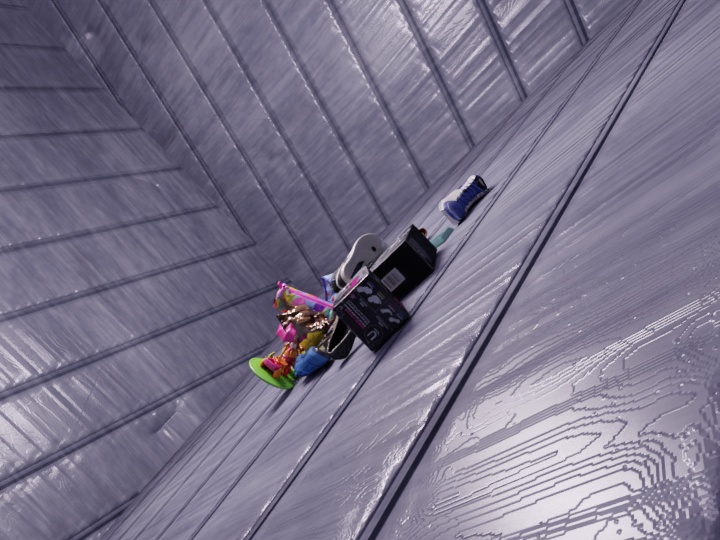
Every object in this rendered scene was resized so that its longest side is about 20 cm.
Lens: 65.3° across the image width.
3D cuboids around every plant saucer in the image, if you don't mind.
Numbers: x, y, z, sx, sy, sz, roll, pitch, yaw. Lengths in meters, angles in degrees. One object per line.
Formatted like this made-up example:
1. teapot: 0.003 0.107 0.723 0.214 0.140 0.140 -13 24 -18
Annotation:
1. plant saucer: 0.194 -0.064 1.651 0.200 0.019 0.070 -38 8 48

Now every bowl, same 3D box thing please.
1. bowl: -0.172 0.192 1.813 0.201 0.107 0.200 -58 3 6

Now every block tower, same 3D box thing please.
1. block tower: -0.046 0.162 1.572 0.058 0.054 0.200 -41 5 26

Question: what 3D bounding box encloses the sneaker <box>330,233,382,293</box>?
1. sneaker: -0.021 -0.017 1.523 0.112 0.073 0.200 -40 8 46

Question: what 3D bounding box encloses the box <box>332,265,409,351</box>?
1. box: 0.017 0.079 1.257 0.115 0.132 0.200 -44 5 2

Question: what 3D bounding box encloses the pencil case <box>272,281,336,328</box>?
1. pencil case: -0.166 0.107 1.680 0.088 0.198 0.089 -158 90 -88

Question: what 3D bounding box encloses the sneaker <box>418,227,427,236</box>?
1. sneaker: 0.156 -0.084 1.780 0.085 0.073 0.200 -47 2 38

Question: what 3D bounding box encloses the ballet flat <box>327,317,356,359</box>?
1. ballet flat: -0.031 0.120 1.371 0.057 0.066 0.202 34 -113 -58

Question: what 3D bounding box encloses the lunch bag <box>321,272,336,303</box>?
1. lunch bag: -0.005 0.051 1.732 0.149 0.095 0.199 -16 12 -31

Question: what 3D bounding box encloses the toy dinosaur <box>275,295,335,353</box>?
1. toy dinosaur: -0.154 0.134 1.566 0.135 0.086 0.200 -31 47 -10

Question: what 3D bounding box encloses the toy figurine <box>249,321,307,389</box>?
1. toy figurine: -0.209 0.231 1.671 0.185 0.150 0.200 -59 -22 8

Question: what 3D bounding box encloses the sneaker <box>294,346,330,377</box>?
1. sneaker: -0.136 0.257 1.529 0.079 0.066 0.200 -61 11 -23

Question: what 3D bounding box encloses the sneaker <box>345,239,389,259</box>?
1. sneaker: 0.000 0.000 1.661 0.129 0.079 0.201 -18 42 46

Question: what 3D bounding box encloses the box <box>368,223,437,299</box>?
1. box: 0.092 -0.001 1.468 0.200 0.104 0.182 -44 4 19

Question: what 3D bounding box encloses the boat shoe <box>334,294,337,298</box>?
1. boat shoe: -0.021 0.083 1.548 0.074 0.076 0.202 -17 18 -21

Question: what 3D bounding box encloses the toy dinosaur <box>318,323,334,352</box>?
1. toy dinosaur: -0.079 0.191 1.670 0.088 0.047 0.200 -50 -1 24

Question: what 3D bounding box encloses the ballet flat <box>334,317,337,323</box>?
1. ballet flat: -0.053 0.140 1.768 0.073 0.068 0.200 -54 3 0

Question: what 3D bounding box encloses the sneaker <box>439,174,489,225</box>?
1. sneaker: 0.307 -0.221 1.637 0.115 0.081 0.200 -44 3 38
